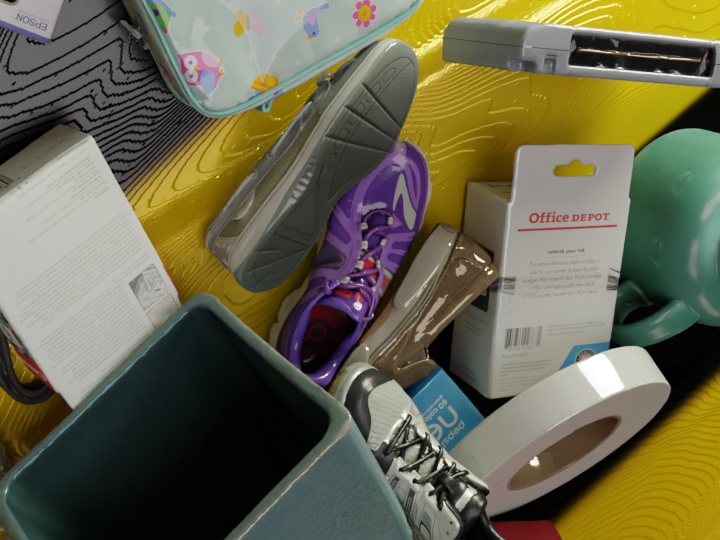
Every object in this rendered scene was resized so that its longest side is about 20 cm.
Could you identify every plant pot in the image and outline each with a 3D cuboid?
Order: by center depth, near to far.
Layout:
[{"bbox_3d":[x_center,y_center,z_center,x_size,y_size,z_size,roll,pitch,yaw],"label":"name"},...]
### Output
[{"bbox_3d":[-0.081,0.176,0.746,0.196,0.195,0.201,-44,130,-11],"label":"plant pot"}]

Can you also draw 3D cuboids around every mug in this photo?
[{"bbox_3d":[0.294,-0.016,0.949,0.151,0.114,0.187,4,105,-25],"label":"mug"}]

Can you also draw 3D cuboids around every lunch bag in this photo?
[{"bbox_3d":[-0.063,-0.198,0.753,0.199,0.077,0.161,-30,118,-12],"label":"lunch bag"}]

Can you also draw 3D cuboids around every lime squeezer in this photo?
[{"bbox_3d":[-0.166,0.172,0.831,0.070,0.038,0.201,36,86,-12],"label":"lime squeezer"}]

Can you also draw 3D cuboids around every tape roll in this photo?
[{"bbox_3d":[0.154,0.133,0.915,0.201,0.037,0.203,-24,154,-12],"label":"tape roll"}]

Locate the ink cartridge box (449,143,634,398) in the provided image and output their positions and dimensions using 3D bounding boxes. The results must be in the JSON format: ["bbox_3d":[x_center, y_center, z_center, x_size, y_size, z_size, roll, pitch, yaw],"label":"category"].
[{"bbox_3d":[0.144,-0.007,0.912,0.115,0.067,0.202,-3,108,-24],"label":"ink cartridge box"}]

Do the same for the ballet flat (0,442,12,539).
[{"bbox_3d":[-0.270,0.172,0.795,0.065,0.070,0.202,-6,112,-49],"label":"ballet flat"}]

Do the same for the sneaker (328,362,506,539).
[{"bbox_3d":[0.049,0.144,0.810,0.076,0.087,0.201,-51,126,-31],"label":"sneaker"}]

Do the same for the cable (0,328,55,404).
[{"bbox_3d":[-0.262,0.002,0.762,0.097,0.050,0.200,-54,133,-19],"label":"cable"}]

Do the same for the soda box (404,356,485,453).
[{"bbox_3d":[-0.001,0.156,0.903,0.200,0.064,0.068,-44,119,-6],"label":"soda box"}]

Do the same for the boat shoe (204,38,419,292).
[{"bbox_3d":[-0.036,-0.081,0.800,0.203,0.065,0.074,-55,147,9],"label":"boat shoe"}]

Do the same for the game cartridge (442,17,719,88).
[{"bbox_3d":[0.167,-0.160,0.835,0.198,0.133,0.042,0,108,-25],"label":"game cartridge"}]

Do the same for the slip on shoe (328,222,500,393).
[{"bbox_3d":[0.030,0.062,0.862,0.060,0.076,0.201,33,89,3],"label":"slip on shoe"}]

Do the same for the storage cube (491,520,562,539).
[{"bbox_3d":[0.092,0.325,0.910,0.198,0.180,0.172,3,124,-26],"label":"storage cube"}]

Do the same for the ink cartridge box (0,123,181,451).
[{"bbox_3d":[-0.187,0.017,0.766,0.109,0.050,0.201,-40,128,-23],"label":"ink cartridge box"}]

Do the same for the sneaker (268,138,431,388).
[{"bbox_3d":[0.000,0.000,0.834,0.080,0.083,0.202,20,97,-15],"label":"sneaker"}]

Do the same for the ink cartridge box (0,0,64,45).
[{"bbox_3d":[-0.203,-0.251,0.696,0.094,0.037,0.202,18,96,-29],"label":"ink cartridge box"}]
